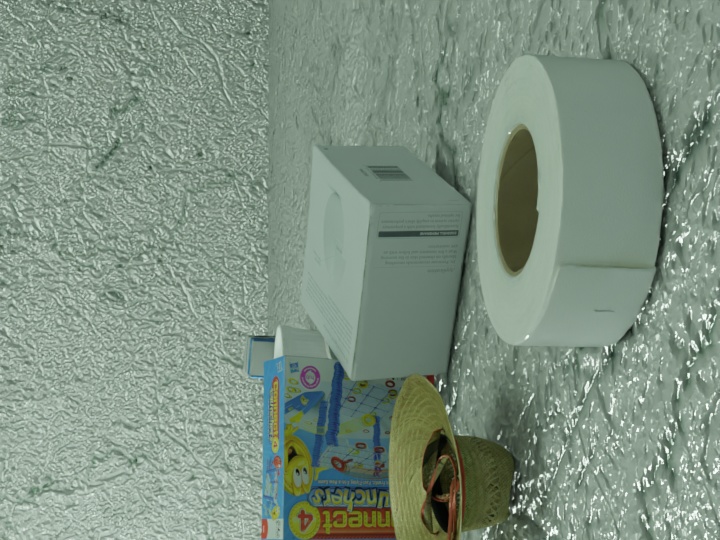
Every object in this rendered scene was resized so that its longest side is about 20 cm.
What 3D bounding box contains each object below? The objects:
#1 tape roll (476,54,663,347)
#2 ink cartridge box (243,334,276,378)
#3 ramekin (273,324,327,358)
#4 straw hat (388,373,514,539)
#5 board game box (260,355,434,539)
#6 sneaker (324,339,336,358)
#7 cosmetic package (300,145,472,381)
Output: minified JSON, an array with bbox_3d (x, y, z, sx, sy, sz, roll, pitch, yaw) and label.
[{"bbox_3d":[0.140,-0.047,0.773,0.202,0.070,0.206,-177,90,-80],"label":"tape roll"},{"bbox_3d":[-0.173,0.186,2.366,0.200,0.142,0.086,174,99,-80],"label":"ink cartridge box"},{"bbox_3d":[-0.118,0.210,2.172,0.200,0.096,0.204,-177,90,-81],"label":"ramekin"},{"bbox_3d":[0.092,0.187,0.971,0.201,0.084,0.204,179,90,-75],"label":"straw hat"},{"bbox_3d":[-0.011,0.202,1.228,0.056,0.198,0.199,-22,66,58],"label":"board game box"},{"bbox_3d":[-0.019,0.062,1.681,0.105,0.074,0.203,125,153,-65],"label":"sneaker"},{"bbox_3d":[0.022,-0.014,1.231,0.200,0.121,0.203,-129,42,-59],"label":"cosmetic package"}]
